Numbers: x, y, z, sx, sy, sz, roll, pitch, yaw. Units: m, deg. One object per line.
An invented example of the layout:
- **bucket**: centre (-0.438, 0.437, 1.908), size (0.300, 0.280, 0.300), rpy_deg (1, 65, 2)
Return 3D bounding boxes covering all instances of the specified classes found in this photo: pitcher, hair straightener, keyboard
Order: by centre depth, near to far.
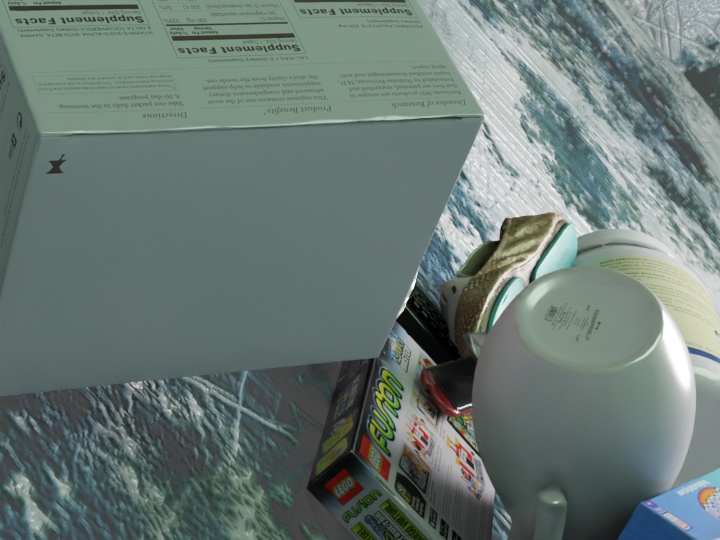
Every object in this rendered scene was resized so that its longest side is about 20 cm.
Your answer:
- **pitcher**: centre (0.114, 0.115, 1.078), size (0.172, 0.120, 0.201), rpy_deg (-66, 161, -45)
- **hair straightener**: centre (0.113, 0.050, 1.233), size (0.041, 0.077, 0.199), rpy_deg (55, 25, 19)
- **keyboard**: centre (0.019, 0.014, 1.317), size (0.200, 0.021, 0.127), rpy_deg (49, 18, -3)

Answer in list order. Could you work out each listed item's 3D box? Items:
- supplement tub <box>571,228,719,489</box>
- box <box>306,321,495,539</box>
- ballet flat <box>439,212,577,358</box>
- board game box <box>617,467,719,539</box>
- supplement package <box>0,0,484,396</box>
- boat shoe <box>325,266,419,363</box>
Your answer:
- **supplement tub**: centre (0.194, 0.074, 1.413), size (0.145, 0.145, 0.201), rpy_deg (41, 20, -26)
- **box**: centre (0.030, 0.107, 1.134), size (0.110, 0.035, 0.200), rpy_deg (47, 18, -11)
- **ballet flat**: centre (0.091, 0.019, 1.352), size (0.200, 0.065, 0.071), rpy_deg (-45, 135, -58)
- **board game box**: centre (0.158, 0.190, 1.085), size (0.045, 0.153, 0.200), rpy_deg (32, 13, 19)
- **supplement package**: centre (-0.074, -0.043, 0.862), size (0.198, 0.156, 0.111), rpy_deg (-4, 48, -27)
- **boat shoe**: centre (0.000, 0.000, 1.210), size (0.070, 0.064, 0.200), rpy_deg (34, 42, 2)
